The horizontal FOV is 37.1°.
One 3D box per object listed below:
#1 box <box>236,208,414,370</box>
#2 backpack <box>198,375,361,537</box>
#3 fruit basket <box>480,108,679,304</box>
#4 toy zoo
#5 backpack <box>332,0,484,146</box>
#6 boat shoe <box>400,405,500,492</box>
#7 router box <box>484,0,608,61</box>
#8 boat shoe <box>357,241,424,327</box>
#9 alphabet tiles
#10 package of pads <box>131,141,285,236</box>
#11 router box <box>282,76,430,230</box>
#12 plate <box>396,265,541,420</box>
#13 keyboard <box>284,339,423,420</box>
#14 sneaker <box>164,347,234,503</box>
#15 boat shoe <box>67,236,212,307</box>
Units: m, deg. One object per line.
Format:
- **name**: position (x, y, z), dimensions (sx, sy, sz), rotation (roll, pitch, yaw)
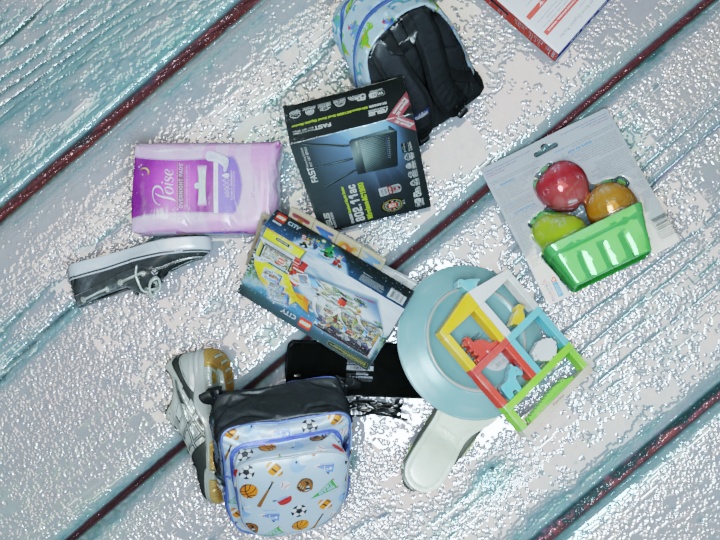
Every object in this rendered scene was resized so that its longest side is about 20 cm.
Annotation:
- **box**: position (-0.047, 0.026, 1.342), dimensions (0.199, 0.137, 0.038), rotation (31, 47, 2)
- **backpack**: position (-0.092, 0.239, 1.321), dimensions (0.199, 0.154, 0.191), rotation (-4, 131, -7)
- **fruit basket**: position (0.278, -0.082, 1.373), dimensions (0.185, 0.094, 0.201), rotation (-27, 71, 2)
- **toy zoo**: position (0.183, 0.091, 1.344), dimensions (0.131, 0.020, 0.200), rotation (-41, 90, -22)
- **backpack**: position (0.049, -0.265, 1.325), dimensions (0.163, 0.200, 0.154), rotation (-35, 68, 3)
- **boat shoe**: position (0.119, 0.198, 1.371), dimensions (0.072, 0.060, 0.202), rotation (39, 72, 2)
- **router box**: position (0.253, -0.406, 1.390), dimensions (0.179, 0.049, 0.200), rotation (43, 91, 4)
- **boat shoe**: position (0.000, 0.000, 1.389), dimensions (0.199, 0.072, 0.069), rotation (29, 70, 10)
- **alphabet tiles**: position (-0.050, 0.008, 1.360), dimensions (0.199, 0.167, 0.006), rotation (29, 46, 5)
- **package of pads**: position (-0.196, -0.106, 1.397), dimensions (0.199, 0.076, 0.121), rotation (0, 86, 4)
- **router box**: position (0.000, -0.137, 1.324), dimensions (0.149, 0.200, 0.062), rotation (-14, 57, 3)
- **plate**: position (0.143, 0.088, 1.357), dimensions (0.199, 0.026, 0.201), rotation (5, 74, -16)
- **keyboard**: position (-0.001, 0.147, 1.406), dimensions (0.199, 0.040, 0.105), rotation (2, 65, 5)
- **sneaker**: position (-0.208, 0.202, 1.401), dimensions (0.087, 0.076, 0.201), rotation (-5, 89, 24)
- **boat shoe**: position (-0.285, 0.004, 1.399), dimensions (0.198, 0.074, 0.068), rotation (-13, 83, 3)
